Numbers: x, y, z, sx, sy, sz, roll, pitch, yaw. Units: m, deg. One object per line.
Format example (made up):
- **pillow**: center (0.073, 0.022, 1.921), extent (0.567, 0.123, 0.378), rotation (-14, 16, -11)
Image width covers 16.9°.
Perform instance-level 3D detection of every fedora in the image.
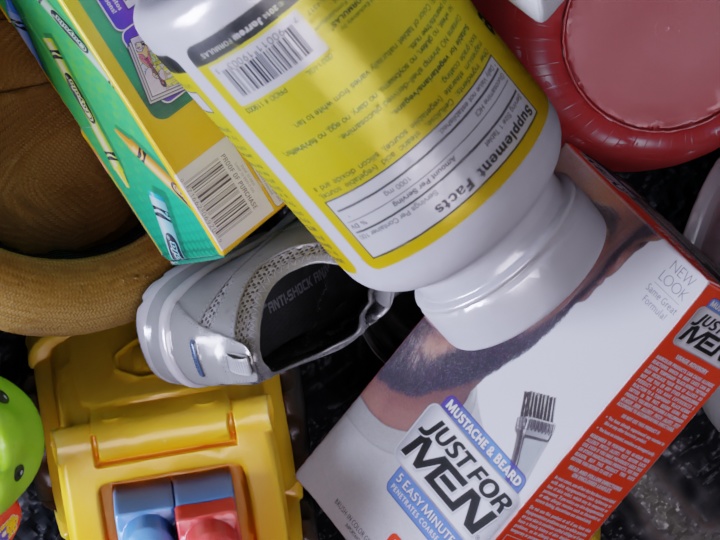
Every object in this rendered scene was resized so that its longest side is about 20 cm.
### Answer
- **fedora**: center (-0.148, -0.063, 1.083), extent (0.200, 0.082, 0.201), rotation (2, 86, -31)

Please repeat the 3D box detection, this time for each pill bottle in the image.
- **pill bottle**: center (0.010, -0.066, 0.995), extent (0.112, 0.112, 0.200), rotation (-38, 111, 8)

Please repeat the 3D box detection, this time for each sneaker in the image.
- **sneaker**: center (0.000, 0.000, 1.085), extent (0.200, 0.082, 0.075), rotation (-36, 122, -26)

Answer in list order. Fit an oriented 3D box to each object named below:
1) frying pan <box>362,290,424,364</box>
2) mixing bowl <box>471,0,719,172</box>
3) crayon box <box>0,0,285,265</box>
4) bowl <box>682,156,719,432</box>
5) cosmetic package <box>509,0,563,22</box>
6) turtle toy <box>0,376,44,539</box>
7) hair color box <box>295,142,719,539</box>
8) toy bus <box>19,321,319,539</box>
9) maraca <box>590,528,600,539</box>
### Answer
- **frying pan**: center (0.086, -0.007, 1.182), extent (0.190, 0.031, 0.115), rotation (-15, 114, -9)
- **mixing bowl**: center (0.128, -0.123, 1.101), extent (0.200, 0.108, 0.201), rotation (-3, 113, -7)
- **crayon box**: center (-0.081, -0.118, 1.042), extent (0.119, 0.058, 0.200), rotation (-40, 107, -26)
- **bowl**: center (0.202, -0.001, 1.137), extent (0.090, 0.201, 0.201), rotation (20, 111, 19)
- **cosmetic package**: center (0.045, -0.240, 0.935), extent (0.200, 0.165, 0.165), rotation (40, 81, 19)
- **turtle toy**: center (-0.201, 0.082, 1.099), extent (0.101, 0.200, 0.146), rotation (-12, 90, -15)
- **hair color box**: center (0.074, 0.058, 1.077), extent (0.200, 0.111, 0.064), rotation (-51, 139, 10)
- **toy bus**: center (-0.080, 0.131, 1.129), extent (0.135, 0.192, 0.200), rotation (-10, 114, -5)
- **maraca**: center (0.069, 0.123, 1.191), extent (0.200, 0.107, 0.137), rotation (-57, 149, 1)
